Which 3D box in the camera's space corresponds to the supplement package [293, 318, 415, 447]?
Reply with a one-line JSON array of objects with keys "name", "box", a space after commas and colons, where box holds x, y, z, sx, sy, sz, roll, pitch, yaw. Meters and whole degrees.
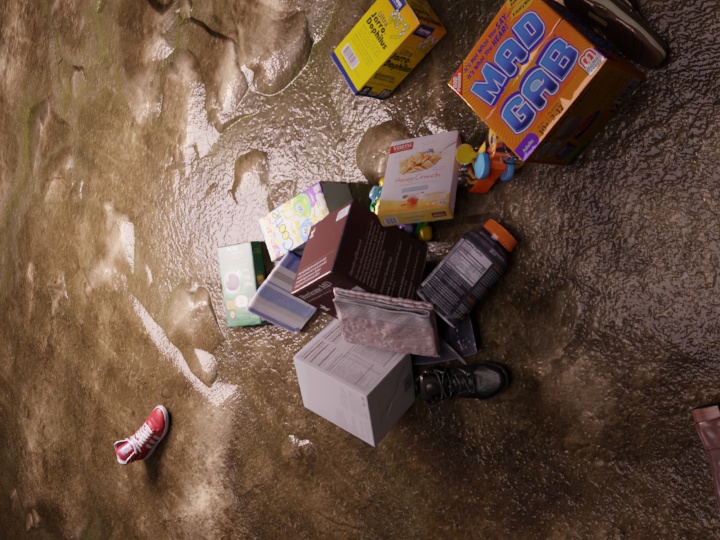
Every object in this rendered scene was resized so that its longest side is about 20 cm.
[{"name": "supplement package", "box": [-0.010, 0.226, 1.602, 0.198, 0.150, 0.154, 22, 137, 33]}]

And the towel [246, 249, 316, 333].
[{"name": "towel", "box": [-0.154, 0.051, 1.745, 0.201, 0.145, 0.024, -51, 26, 29]}]

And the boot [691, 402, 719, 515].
[{"name": "boot", "box": [0.630, 0.303, 1.205, 0.185, 0.063, 0.204, -24, 77, 50]}]

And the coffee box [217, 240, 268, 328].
[{"name": "coffee box", "box": [-0.285, 0.034, 1.888, 0.121, 0.044, 0.204, -9, 90, 37]}]

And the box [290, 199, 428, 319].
[{"name": "box", "box": [0.000, 0.000, 1.520, 0.165, 0.198, 0.167, -27, 41, 53]}]

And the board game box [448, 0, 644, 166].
[{"name": "board game box", "box": [0.313, -0.321, 1.298, 0.201, 0.198, 0.201, 50, 120, 22]}]

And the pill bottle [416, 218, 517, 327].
[{"name": "pill bottle", "box": [0.205, 0.000, 1.449, 0.200, 0.106, 0.106, -48, 65, 3]}]

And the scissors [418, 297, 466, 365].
[{"name": "scissors", "box": [0.136, 0.124, 1.545, 0.073, 0.014, 0.201, -45, 69, 29]}]

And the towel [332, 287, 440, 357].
[{"name": "towel", "box": [0.050, 0.104, 1.470, 0.196, 0.192, 0.033, 9, 61, 14]}]

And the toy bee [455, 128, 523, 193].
[{"name": "toy bee", "box": [0.253, -0.218, 1.406, 0.199, 0.129, 0.111, -16, 69, 54]}]

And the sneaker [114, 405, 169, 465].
[{"name": "sneaker", "box": [-0.609, 0.463, 2.135, 0.071, 0.112, 0.202, 43, 118, 25]}]

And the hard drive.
[{"name": "hard drive", "box": [0.149, 0.117, 1.567, 0.198, 0.042, 0.138, -14, 86, 38]}]

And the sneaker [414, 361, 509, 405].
[{"name": "sneaker", "box": [0.188, 0.224, 1.506, 0.196, 0.113, 0.078, -5, 94, 35]}]

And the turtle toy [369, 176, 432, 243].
[{"name": "turtle toy", "box": [0.092, -0.126, 1.549, 0.197, 0.100, 0.149, -7, 91, 37]}]

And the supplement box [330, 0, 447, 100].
[{"name": "supplement box", "box": [0.055, -0.452, 1.539, 0.200, 0.108, 0.111, -42, 70, 32]}]

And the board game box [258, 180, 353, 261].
[{"name": "board game box", "box": [-0.114, -0.108, 1.705, 0.198, 0.104, 0.105, -27, 78, 35]}]

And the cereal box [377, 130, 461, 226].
[{"name": "cereal box", "box": [0.115, -0.177, 1.473, 0.141, 0.040, 0.203, -7, 50, 22]}]

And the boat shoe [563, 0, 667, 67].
[{"name": "boat shoe", "box": [0.435, -0.425, 1.276, 0.202, 0.075, 0.075, 43, 82, 8]}]
